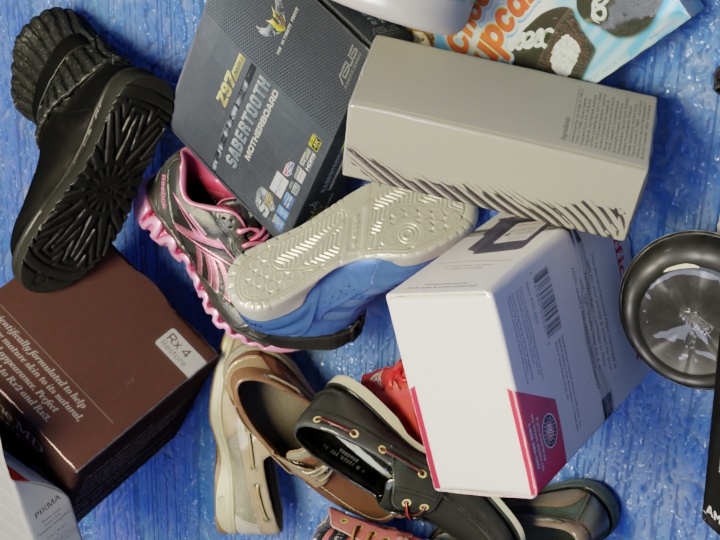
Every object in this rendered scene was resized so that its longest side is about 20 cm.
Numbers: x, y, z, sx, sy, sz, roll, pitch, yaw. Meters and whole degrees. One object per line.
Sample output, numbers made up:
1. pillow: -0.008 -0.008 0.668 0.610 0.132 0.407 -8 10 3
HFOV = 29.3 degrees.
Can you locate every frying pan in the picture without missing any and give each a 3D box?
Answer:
1. frying pan: 0.253 0.013 0.902 0.190 0.031 0.115 -34 91 34

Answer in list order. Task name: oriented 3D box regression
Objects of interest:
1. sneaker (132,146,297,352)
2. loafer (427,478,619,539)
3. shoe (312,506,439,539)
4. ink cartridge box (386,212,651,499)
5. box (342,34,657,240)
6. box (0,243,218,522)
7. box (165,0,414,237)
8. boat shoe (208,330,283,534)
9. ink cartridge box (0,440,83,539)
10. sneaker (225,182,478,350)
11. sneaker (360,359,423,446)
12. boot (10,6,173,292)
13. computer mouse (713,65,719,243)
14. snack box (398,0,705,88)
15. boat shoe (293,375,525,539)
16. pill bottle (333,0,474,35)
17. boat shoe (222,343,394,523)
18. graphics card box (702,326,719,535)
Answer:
1. sneaker: -0.102 -0.021 1.133 0.200 0.079 0.095 47 133 5
2. loafer: 0.115 0.222 1.117 0.200 0.063 0.072 -30 94 38
3. shoe: 0.011 0.240 1.118 0.091 0.200 0.072 20 80 -8
4. ink cartridge box: 0.117 0.044 0.950 0.084 0.200 0.145 -2 110 36
5. box: 0.093 -0.090 0.925 0.199 0.082 0.069 14 137 6
6. box: -0.254 0.103 1.202 0.166 0.164 0.200 45 148 8
7. box: -0.061 -0.143 1.049 0.158 0.051 0.200 47 132 21
8. boat shoe: -0.094 0.140 1.214 0.065 0.072 0.201 3 105 8
9. ink cartridge box: -0.307 0.141 1.113 0.160 0.047 0.201 28 139 31
10. sneaker: -0.001 -0.001 1.073 0.111 0.199 0.077 71 173 -65
11. sneaker: 0.043 0.077 1.089 0.115 0.078 0.201 12 116 27
12. boot: -0.252 -0.101 1.141 0.158 0.079 0.212 33 93 36
13. computer mouse: 0.272 -0.033 0.917 0.109 0.044 0.201 16 113 21
14. snack box: 0.123 -0.171 0.950 0.200 0.037 0.116 -34 90 38
15. boat shoe: 0.037 0.167 1.076 0.201 0.063 0.074 37 146 9
16. pill bottle: 0.046 -0.264 0.898 0.110 0.111 0.201 24 105 22
17. boat shoe: -0.041 0.146 1.148 0.200 0.072 0.076 42 102 -12
18. graphics card box: 0.292 0.078 0.895 0.051 0.125 0.201 -135 39 -55
